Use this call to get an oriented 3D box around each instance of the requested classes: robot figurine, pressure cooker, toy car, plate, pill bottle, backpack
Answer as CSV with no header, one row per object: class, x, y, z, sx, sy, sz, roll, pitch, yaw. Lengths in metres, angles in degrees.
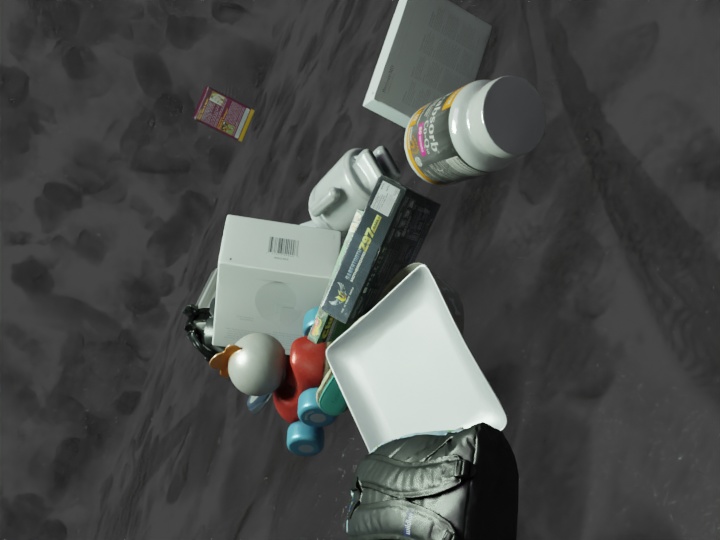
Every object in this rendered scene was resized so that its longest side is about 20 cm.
robot figurine,-0.015,-0.130,1.388,0.200,0.168,0.115,-41,72,40
pressure cooker,-0.268,0.109,1.694,0.181,0.172,0.203,78,-153,-49
toy car,-0.139,0.162,1.260,0.179,0.195,0.187,112,165,-47
plate,0.062,0.129,0.927,0.199,0.032,0.203,-42,65,35
pill bottle,0.146,-0.181,1.047,0.199,0.114,0.119,-8,61,67
backpack,0.067,0.242,0.807,0.197,0.153,0.167,-11,62,41

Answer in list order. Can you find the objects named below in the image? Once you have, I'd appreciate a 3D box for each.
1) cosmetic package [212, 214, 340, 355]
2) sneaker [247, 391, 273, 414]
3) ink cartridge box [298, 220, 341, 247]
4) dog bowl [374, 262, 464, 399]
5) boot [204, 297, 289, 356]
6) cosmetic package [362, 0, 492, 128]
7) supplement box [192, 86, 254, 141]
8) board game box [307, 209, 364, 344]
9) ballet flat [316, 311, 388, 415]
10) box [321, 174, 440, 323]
cosmetic package,-0.144,0.031,1.372,0.124,0.194,0.203,-90,11,-48
sneaker,-0.193,0.182,1.584,0.203,0.081,0.070,-65,20,8
ink cartridge box,-0.131,-0.017,1.521,0.196,0.048,0.162,-16,40,10
dog bowl,0.064,0.096,1.052,0.201,0.058,0.203,-53,24,36
boot,-0.196,0.127,1.484,0.067,0.195,0.167,88,-170,-45
cosmetic package,0.105,-0.316,1.241,0.051,0.148,0.204,-6,63,66
supplement box,-0.514,-0.586,3.023,0.133,0.197,0.103,-64,21,4
board game box,-0.011,0.010,1.183,0.104,0.023,0.204,-2,-64,-65
ballet flat,-0.001,0.106,1.040,0.201,0.067,0.063,-53,9,32
box,0.032,-0.023,1.143,0.203,0.050,0.157,-65,-23,7
